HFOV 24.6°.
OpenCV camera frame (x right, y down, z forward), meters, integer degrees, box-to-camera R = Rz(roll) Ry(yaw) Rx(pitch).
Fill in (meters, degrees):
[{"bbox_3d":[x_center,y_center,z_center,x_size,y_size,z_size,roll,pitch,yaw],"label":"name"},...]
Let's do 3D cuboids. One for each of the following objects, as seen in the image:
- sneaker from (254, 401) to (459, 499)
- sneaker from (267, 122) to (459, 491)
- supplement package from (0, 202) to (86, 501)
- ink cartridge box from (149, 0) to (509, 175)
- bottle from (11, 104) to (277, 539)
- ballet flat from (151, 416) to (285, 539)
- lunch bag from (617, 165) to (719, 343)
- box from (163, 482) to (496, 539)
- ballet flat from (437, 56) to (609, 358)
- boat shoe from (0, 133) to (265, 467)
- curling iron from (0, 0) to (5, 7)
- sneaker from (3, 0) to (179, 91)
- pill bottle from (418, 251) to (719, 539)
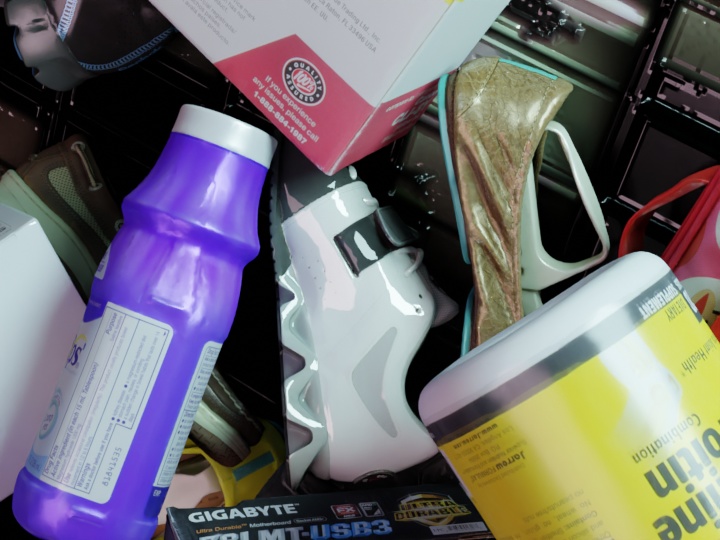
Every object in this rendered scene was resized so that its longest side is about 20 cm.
[{"bbox_3d":[-0.020,0.138,0.849,0.199,0.114,0.076,-45,81,7],"label":"sneaker"},{"bbox_3d":[0.000,0.000,0.786,0.088,0.074,0.200,-6,86,-1],"label":"sneaker"},{"bbox_3d":[-0.213,0.033,0.838,0.200,0.114,0.110,20,140,61],"label":"supplement package"},{"bbox_3d":[0.007,-0.166,0.708,0.145,0.083,0.200,46,125,10],"label":"ink cartridge box"},{"bbox_3d":[-0.093,0.026,0.738,0.065,0.084,0.200,21,88,-9],"label":"bottle"},{"bbox_3d":[-0.124,0.126,0.908,0.200,0.067,0.067,-22,95,36],"label":"ballet flat"},{"bbox_3d":[0.183,0.026,0.673,0.176,0.082,0.200,40,125,20],"label":"lunch bag"},{"bbox_3d":[-0.003,0.197,0.787,0.050,0.198,0.200,-125,38,-57],"label":"box"},{"bbox_3d":[0.077,0.003,0.747,0.072,0.068,0.200,0,104,13],"label":"ballet flat"},{"bbox_3d":[-0.108,0.007,0.846,0.075,0.075,0.202,-41,75,-7],"label":"boat shoe"},{"bbox_3d":[-0.236,-0.172,0.894,0.200,0.026,0.050,26,122,22],"label":"curling iron"},{"bbox_3d":[-0.148,-0.195,0.817,0.082,0.073,0.200,-16,101,14],"label":"sneaker"},{"bbox_3d":[0.117,0.102,0.624,0.112,0.112,0.200,-35,87,36],"label":"pill bottle"}]
